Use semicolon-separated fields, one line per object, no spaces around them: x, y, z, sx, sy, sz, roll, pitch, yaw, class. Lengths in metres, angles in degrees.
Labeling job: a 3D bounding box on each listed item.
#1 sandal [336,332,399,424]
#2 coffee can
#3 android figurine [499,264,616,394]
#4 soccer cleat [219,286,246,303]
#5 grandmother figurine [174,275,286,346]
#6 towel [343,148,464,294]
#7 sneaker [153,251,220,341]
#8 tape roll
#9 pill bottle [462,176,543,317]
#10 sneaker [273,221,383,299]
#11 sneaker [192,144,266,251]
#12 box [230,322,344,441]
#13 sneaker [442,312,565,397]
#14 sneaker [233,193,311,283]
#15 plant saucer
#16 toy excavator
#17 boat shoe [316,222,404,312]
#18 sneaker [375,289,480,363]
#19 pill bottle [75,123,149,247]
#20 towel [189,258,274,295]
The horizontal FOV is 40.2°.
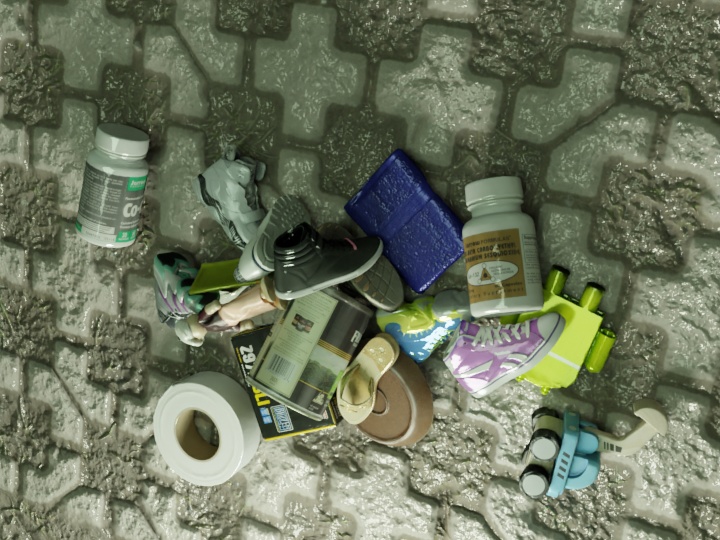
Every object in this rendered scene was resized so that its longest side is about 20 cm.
-0.008;0.190;1.622;0.077;0.069;0.213;40;129;15;sandal
-0.084;0.124;1.629;0.145;0.146;0.203;26;86;15;coffee can
0.306;0.099;1.549;0.180;0.041;0.203;24;110;17;android figurine
-0.249;0.034;1.758;0.199;0.077;0.070;-37;86;26;soccer cleat
-0.217;0.072;1.612;0.197;0.121;0.061;-21;51;19;grandmother figurine
0.082;-0.079;1.605;0.201;0.049;0.148;50;120;7;towel
-0.310;0.069;1.744;0.200;0.077;0.142;40;128;48;sneaker
-0.289;0.295;1.841;0.199;0.071;0.207;6;105;23;tape roll
0.214;-0.035;1.503;0.112;0.114;0.204;-9;83;25;pill bottle
-0.052;-0.036;1.548;0.071;0.197;0.101;39;146;51;sneaker
-0.196;-0.119;1.699;0.200;0.075;0.115;47;116;7;sneaker
-0.131;0.191;1.760;0.157;0.049;0.204;-14;96;28;box
0.213;0.107;1.512;0.200;0.073;0.114;-39;104;24;sneaker
-0.148;-0.055;1.630;0.077;0.201;0.080;47;128;-10;sneaker
0.032;0.216;1.673;0.198;0.034;0.204;17;122;30;plant saucer
0.364;0.275;1.547;0.196;0.100;0.198;14;110;6;toy excavator
0.000;0.000;1.640;0.074;0.074;0.200;-38;65;-15;boat shoe
0.124;0.094;1.619;0.197;0.076;0.107;-3;113;32;sneaker
-0.447;-0.155;1.781;0.112;0.113;0.203;22;111;17;pill bottle
-0.189;-0.001;1.651;0.196;0.087;0.018;-10;119;16;towel
